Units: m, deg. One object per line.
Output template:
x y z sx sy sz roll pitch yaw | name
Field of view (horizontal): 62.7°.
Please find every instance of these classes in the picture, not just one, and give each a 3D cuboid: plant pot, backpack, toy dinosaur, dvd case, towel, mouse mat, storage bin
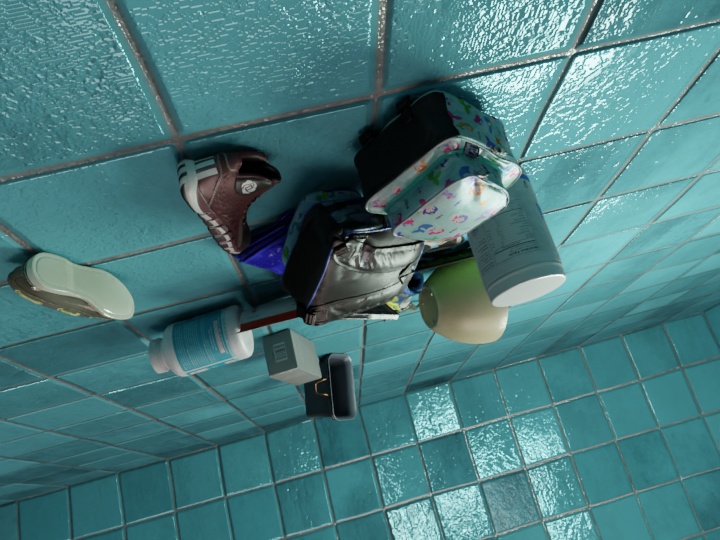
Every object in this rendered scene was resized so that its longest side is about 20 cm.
0.202 0.066 1.256 0.132 0.204 0.201 -10 159 -21 | plant pot
-0.012 -0.033 0.888 0.197 0.148 0.185 -9 138 -36 | backpack
0.114 -0.129 0.786 0.198 0.153 0.177 -1 155 -46 | backpack
0.097 0.091 1.483 0.087 0.048 0.199 -29 160 16 | toy dinosaur
-0.036 0.055 1.167 0.198 0.148 0.016 6 113 -44 | dvd case
-0.103 -0.032 1.000 0.146 0.050 0.199 -25 158 25 | towel
0.189 -0.028 1.197 0.196 0.008 0.161 -15 -174 -6 | mouse mat
-0.111 0.375 1.861 0.133 0.204 0.145 -17 162 32 | storage bin

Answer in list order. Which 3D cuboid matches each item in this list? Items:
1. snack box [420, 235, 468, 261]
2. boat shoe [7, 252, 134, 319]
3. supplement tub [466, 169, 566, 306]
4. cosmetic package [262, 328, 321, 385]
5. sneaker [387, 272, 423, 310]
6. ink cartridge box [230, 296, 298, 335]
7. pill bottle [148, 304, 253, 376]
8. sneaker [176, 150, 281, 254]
0.109 -0.065 1.089 0.115 0.038 0.198 -30 156 37 | snack box
-0.429 0.033 0.893 0.059 0.073 0.202 -20 153 16 | boat shoe
0.244 -0.057 0.975 0.129 0.203 0.132 -14 160 -5 | supplement tub
-0.176 0.231 1.547 0.089 0.109 0.200 -18 158 6 | cosmetic package
0.095 0.044 1.263 0.103 0.077 0.199 4 169 26 | sneaker
-0.159 0.079 1.165 0.159 0.058 0.200 -15 174 4 | ink cartridge box
-0.327 0.149 1.210 0.196 0.113 0.111 -16 160 1 | pill bottle
-0.150 -0.091 0.779 0.114 0.077 0.200 -20 159 2 | sneaker
